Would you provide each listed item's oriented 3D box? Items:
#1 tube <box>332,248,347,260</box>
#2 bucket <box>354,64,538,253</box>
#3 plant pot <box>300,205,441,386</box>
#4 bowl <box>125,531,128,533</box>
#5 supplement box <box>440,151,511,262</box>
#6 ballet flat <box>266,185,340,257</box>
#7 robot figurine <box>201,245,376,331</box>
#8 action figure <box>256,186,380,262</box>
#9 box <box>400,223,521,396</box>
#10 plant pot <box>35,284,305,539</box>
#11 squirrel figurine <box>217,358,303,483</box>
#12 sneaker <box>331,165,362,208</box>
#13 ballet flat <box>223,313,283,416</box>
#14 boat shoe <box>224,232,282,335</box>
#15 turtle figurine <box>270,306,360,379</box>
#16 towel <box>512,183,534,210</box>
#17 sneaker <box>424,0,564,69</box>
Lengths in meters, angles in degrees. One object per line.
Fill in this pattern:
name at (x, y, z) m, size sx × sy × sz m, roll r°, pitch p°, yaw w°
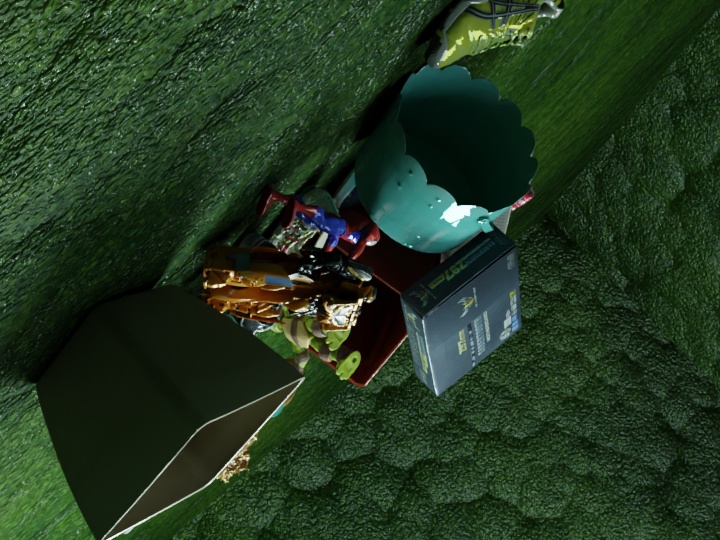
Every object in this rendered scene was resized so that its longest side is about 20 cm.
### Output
tube at (-0.063, -0.002, 1.884) m, size 0.200 × 0.051 × 0.077 m, roll -40°, pitch -156°, yaw -22°
bucket at (0.100, -0.129, 1.558) m, size 0.207 × 0.207 × 0.135 m, roll -37°, pitch 175°, yaw -40°
plant pot at (0.000, 0.000, 1.770) m, size 0.200 × 0.199 × 0.176 m, roll -53°, pitch -179°, yaw 45°
bowl at (-0.299, 0.239, 1.716) m, size 0.202 × 0.090 × 0.201 m, roll -57°, pitch -172°, yaw 13°
supplement box at (0.160, -0.084, 1.747) m, size 0.126 × 0.073 × 0.201 m, roll -90°, pitch -171°, yaw -66°
ballet flat at (-0.091, -0.022, 1.611) m, size 0.200 × 0.064 × 0.076 m, roll -50°, pitch 170°, yaw 36°
robot figurine at (-0.081, 0.023, 1.471) m, size 0.145 × 0.199 × 0.059 m, roll 106°, pitch -9°, yaw -61°
action figure at (-0.047, -0.032, 1.501) m, size 0.200 × 0.065 × 0.099 m, roll 9°, pitch 106°, yaw -53°
box at (0.133, 0.054, 1.655) m, size 0.157 × 0.051 × 0.200 m, roll -36°, pitch 147°, yaw -16°
plant pot at (-0.217, 0.131, 1.351) m, size 0.200 × 0.177 × 0.200 m, roll -48°, pitch 167°, yaw 27°
squirrel figurine at (-0.198, 0.191, 1.831) m, size 0.186 × 0.141 × 0.201 m, roll -25°, pitch -135°, yaw 51°
sneaker at (0.051, -0.108, 1.705) m, size 0.200 × 0.109 × 0.070 m, roll -37°, pitch 170°, yaw -47°
ballet flat at (-0.156, 0.111, 1.585) m, size 0.068 × 0.070 × 0.200 m, roll -62°, pitch 146°, yaw -25°
boat shoe at (-0.129, 0.045, 1.585) m, size 0.072 × 0.068 × 0.201 m, roll -40°, pitch 156°, yaw -47°
turtle figurine at (-0.070, 0.089, 1.709) m, size 0.064 × 0.161 × 0.201 m, roll -24°, pitch 121°, yaw -37°
towel at (0.159, -0.135, 1.852) m, size 0.022 × 0.145 × 0.200 m, roll -9°, pitch 167°, yaw -39°
sneaker at (0.155, -0.284, 1.459) m, size 0.200 × 0.076 × 0.075 m, roll -39°, pitch 172°, yaw -22°
